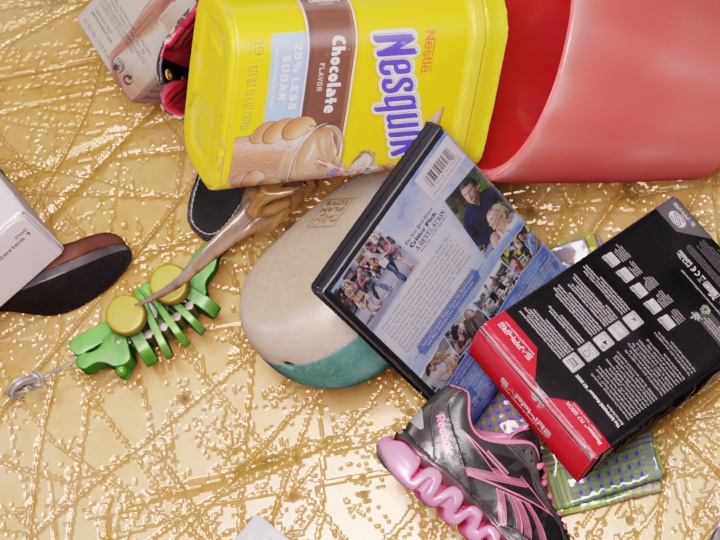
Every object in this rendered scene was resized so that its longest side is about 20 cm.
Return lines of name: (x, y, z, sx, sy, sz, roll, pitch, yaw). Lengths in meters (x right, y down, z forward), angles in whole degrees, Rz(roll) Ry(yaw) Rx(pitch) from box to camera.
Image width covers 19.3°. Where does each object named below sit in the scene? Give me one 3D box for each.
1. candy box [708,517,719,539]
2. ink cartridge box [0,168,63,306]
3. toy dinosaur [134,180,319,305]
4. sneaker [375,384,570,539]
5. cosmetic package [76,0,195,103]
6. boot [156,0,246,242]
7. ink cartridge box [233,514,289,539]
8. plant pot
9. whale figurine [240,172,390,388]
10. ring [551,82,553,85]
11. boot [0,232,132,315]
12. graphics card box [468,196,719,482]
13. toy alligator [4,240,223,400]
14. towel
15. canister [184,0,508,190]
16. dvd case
candy box: (0.318, 0.195, 1.487, 0.136, 0.061, 0.201, 27, 79, 12)
ink cartridge box: (-0.336, -0.047, 1.554, 0.145, 0.084, 0.200, -41, 65, -2)
toy dinosaur: (-0.073, -0.043, 1.523, 0.200, 0.106, 0.060, -39, 68, -21)
sneaker: (0.109, 0.158, 1.487, 0.200, 0.079, 0.096, 41, 83, -9)
cosmetic package: (-0.104, -0.220, 1.573, 0.200, 0.103, 0.088, -44, 71, 29)
boot: (-0.098, -0.114, 1.544, 0.073, 0.150, 0.201, 37, 103, 24)
ink cartridge box: (-0.046, 0.298, 1.508, 0.200, 0.047, 0.160, 37, 82, 19)
plant pot: (0.179, -0.149, 1.516, 0.176, 0.200, 0.202, 10, 74, -23)
whale figurine: (0.000, 0.000, 1.551, 0.158, 0.104, 0.201, -4, 46, 43)
ring: (0.099, -0.186, 1.590, 0.199, 0.019, 0.202, -2, 99, -14)
boot: (-0.285, -0.054, 1.626, 0.187, 0.069, 0.201, -22, 67, 7)
graphics card box: (0.190, 0.046, 1.510, 0.199, 0.051, 0.126, -33, 73, -26)
toy alligator: (-0.170, 0.053, 1.573, 0.199, 0.059, 0.054, -36, 75, -5)
towel: (0.134, 0.080, 1.556, 0.143, 0.023, 0.201, -13, 74, 1)
canister: (-0.013, -0.131, 1.441, 0.199, 0.149, 0.087, -7, 38, -24)
dvd case: (0.061, 0.009, 1.481, 0.018, 0.200, 0.143, 26, 77, 46)
